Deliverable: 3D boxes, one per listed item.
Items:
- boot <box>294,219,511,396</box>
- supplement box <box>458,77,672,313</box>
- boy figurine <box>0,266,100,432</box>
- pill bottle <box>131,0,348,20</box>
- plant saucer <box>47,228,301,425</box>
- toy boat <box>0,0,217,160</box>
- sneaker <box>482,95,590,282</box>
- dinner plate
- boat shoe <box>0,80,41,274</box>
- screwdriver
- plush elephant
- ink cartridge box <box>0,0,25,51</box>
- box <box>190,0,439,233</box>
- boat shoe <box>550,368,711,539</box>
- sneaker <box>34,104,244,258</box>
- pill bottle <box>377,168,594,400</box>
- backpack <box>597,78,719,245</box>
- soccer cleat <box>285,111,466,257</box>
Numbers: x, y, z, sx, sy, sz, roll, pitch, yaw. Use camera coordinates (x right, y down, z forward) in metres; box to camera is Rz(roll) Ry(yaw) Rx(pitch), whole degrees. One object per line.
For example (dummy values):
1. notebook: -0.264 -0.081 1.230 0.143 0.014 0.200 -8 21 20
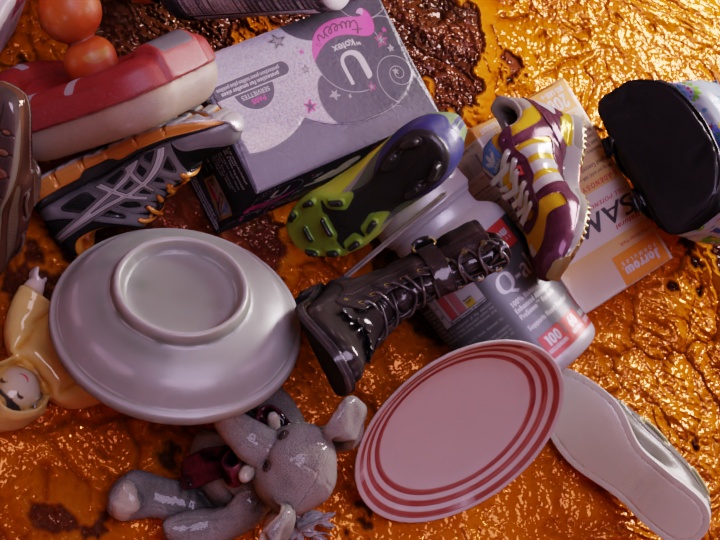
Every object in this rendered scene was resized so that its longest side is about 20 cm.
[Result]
1. boot: 0.038 0.015 1.345 0.173 0.200 0.070 -25 108 3
2. supplement box: 0.183 -0.061 1.580 0.126 0.073 0.201 -30 87 -29
3. boy figurine: -0.237 0.055 1.360 0.200 0.064 0.125 -39 92 -33
4. pill bottle: -0.110 -0.271 1.457 0.198 0.106 0.107 1 66 22
5. plant saucer: -0.141 0.027 1.310 0.198 0.050 0.201 7 45 -7
6. toy boat: -0.221 -0.171 1.361 0.130 0.199 0.132 -36 109 -51
7. sneaker: 0.145 -0.072 1.470 0.089 0.075 0.201 19 41 -12
8. dinner plate: 0.081 0.132 1.423 0.199 0.201 0.024 -8 42 -26
9. boat shoe: -0.287 -0.070 1.316 0.076 0.201 0.072 35 41 11
10. screwdriver: 0.000 0.000 1.448 0.199 0.028 0.029 -35 96 4
11. plush elephant: -0.083 0.151 1.342 0.199 0.155 0.165 33 63 -10
12. ink cartridge box: -0.344 -0.167 1.339 0.084 0.145 0.201 29 63 -9
13. box: -0.055 -0.141 1.477 0.199 0.115 0.133 -25 84 -29
14. boat shoe: 0.240 0.164 1.538 0.202 0.072 0.060 45 20 8
15. sneaker: -0.178 -0.076 1.385 0.078 0.199 0.078 65 21 -7
16. pill bottle: 0.106 0.012 1.497 0.116 0.116 0.200 -39 91 -29
17. backpack: 0.332 -0.099 1.606 0.153 0.200 0.164 -31 62 13
18. soccer cleat: 0.016 -0.072 1.450 0.065 0.200 0.084 52 39 -6
